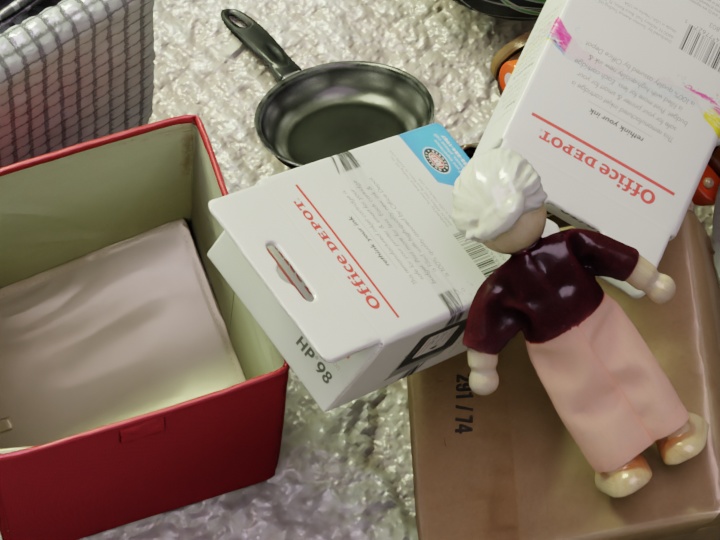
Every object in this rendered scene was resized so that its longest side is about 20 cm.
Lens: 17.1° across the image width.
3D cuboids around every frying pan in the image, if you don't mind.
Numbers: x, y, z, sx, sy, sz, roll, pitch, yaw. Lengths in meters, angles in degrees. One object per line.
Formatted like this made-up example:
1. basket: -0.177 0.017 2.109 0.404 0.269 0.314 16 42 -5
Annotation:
1. frying pan: -0.041 -0.105 1.527 0.190 0.031 0.115 20 46 28

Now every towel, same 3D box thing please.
1. towel: -0.213 -0.112 1.452 0.165 0.200 0.086 -35 72 -19

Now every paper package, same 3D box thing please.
1. paper package: 0.125 0.081 1.417 0.190 0.103 0.201 -11 65 14

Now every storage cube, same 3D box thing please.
1. storage cube: -0.149 0.043 1.398 0.199 0.180 0.171 -17 68 -12

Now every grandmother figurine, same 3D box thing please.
1. grandmother figurine: 0.107 0.025 1.289 0.121 0.061 0.200 -32 106 -10

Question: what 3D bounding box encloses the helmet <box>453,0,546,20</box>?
1. helmet: 0.112 -0.255 1.548 0.199 0.200 0.191 -5 66 -6

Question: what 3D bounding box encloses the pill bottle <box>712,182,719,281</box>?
1. pill bottle: 0.329 -0.022 1.486 0.199 0.112 0.113 5 64 -20

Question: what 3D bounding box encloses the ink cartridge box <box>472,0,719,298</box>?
1. ink cartridge box: 0.141 -0.088 1.361 0.115 0.068 0.200 29 73 -8

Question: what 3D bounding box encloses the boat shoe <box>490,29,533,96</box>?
1. boat shoe: 0.187 -0.130 1.560 0.199 0.070 0.071 -11 63 -9

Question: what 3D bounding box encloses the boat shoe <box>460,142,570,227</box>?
1. boat shoe: 0.076 -0.049 1.521 0.199 0.060 0.072 -13 67 -10

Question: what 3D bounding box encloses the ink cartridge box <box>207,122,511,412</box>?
1. ink cartridge box: 0.000 0.000 1.316 0.200 0.067 0.116 -20 67 -46

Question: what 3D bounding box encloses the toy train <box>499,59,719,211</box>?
1. toy train: 0.164 -0.091 1.506 0.200 0.056 0.150 42 66 -21

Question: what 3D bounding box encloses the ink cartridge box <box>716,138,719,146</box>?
1. ink cartridge box: 0.229 -0.162 1.490 0.200 0.050 0.162 -16 97 -34
